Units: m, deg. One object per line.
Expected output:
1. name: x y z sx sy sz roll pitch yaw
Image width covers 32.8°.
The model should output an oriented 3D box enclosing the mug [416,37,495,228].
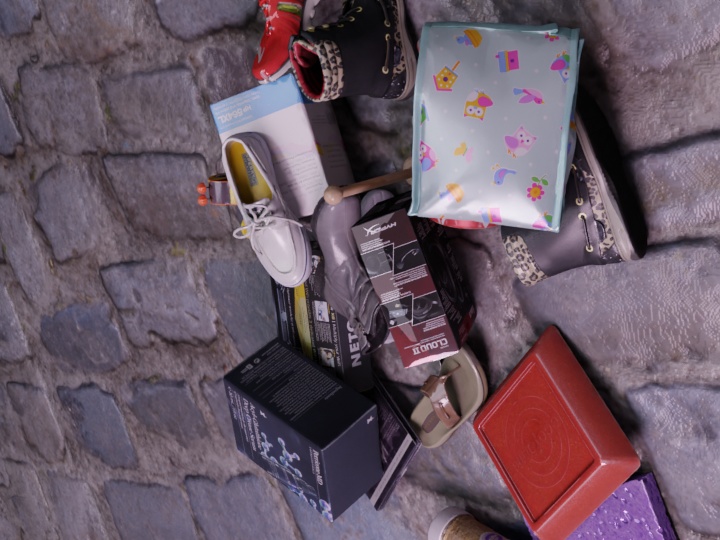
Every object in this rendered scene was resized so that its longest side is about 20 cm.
1. mug: 0.131 -0.170 1.419 0.131 0.178 0.202 3 116 6

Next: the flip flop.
1. flip flop: 0.103 0.167 1.580 0.081 0.057 0.201 55 140 23

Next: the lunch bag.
1. lunch bag: 0.138 -0.154 1.255 0.168 0.122 0.203 6 106 11

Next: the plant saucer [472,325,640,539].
1. plant saucer: 0.219 0.204 1.469 0.201 0.036 0.200 60 137 28

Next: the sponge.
1. sponge: 0.289 0.318 1.472 0.199 0.030 0.113 -28 83 47

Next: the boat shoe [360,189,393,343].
1. boat shoe: 0.014 -0.006 1.605 0.071 0.071 0.203 12 105 58

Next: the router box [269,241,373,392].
1. router box: -0.058 0.062 1.697 0.156 0.052 0.203 7 106 53

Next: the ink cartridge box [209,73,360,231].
1. ink cartridge box: -0.091 -0.139 1.596 0.124 0.128 0.202 -17 91 17

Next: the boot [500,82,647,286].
1. boot: 0.215 -0.089 1.354 0.153 0.073 0.206 -20 93 35

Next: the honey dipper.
1. honey dipper: 0.027 -0.108 1.463 0.038 0.199 0.038 17 115 41

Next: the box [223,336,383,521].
1. box: -0.077 0.213 1.657 0.199 0.107 0.150 30 142 34

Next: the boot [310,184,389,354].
1. boot: 0.000 0.000 1.510 0.132 0.069 0.201 50 156 35

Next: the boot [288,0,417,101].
1. boot: -0.020 -0.298 1.463 0.073 0.153 0.206 -23 83 49

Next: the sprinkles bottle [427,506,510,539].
1. sprinkles bottle: 0.171 0.369 1.557 0.199 0.068 0.069 23 120 51

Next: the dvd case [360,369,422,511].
1. dvd case: 0.004 0.213 1.713 0.201 0.016 0.150 54 136 32

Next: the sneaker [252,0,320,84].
1. sneaker: -0.106 -0.329 1.539 0.076 0.085 0.202 -6 60 46

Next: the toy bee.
1. toy bee: -0.172 -0.108 1.735 0.199 0.108 0.132 -15 95 47

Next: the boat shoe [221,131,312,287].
1. boat shoe: -0.121 -0.073 1.501 0.074 0.086 0.204 -18 92 17

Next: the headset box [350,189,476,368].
1. headset box: 0.071 0.013 1.476 0.076 0.149 0.202 -17 100 18
